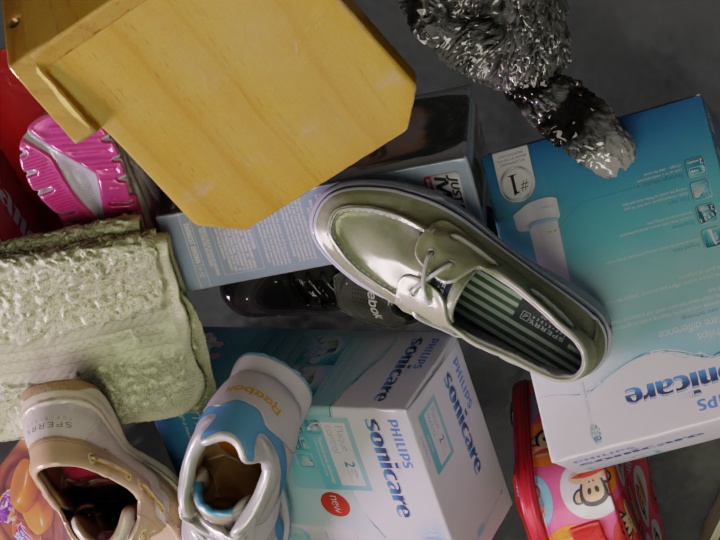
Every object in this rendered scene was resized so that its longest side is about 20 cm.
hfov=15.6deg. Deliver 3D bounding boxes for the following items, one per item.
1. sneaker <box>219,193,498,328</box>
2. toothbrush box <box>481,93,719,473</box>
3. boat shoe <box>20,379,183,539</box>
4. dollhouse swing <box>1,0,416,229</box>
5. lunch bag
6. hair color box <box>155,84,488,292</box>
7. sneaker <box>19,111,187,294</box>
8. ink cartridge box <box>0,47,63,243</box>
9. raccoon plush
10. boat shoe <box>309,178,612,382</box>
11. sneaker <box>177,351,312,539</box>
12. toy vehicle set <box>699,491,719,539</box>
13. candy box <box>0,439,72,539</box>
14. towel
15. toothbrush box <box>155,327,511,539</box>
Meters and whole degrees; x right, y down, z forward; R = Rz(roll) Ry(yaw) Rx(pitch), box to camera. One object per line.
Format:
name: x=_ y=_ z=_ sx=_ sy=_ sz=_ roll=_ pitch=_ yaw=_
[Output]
sneaker: x=0.000 y=0.000 z=1.693 sx=0.199 sy=0.091 sz=0.067 roll=-13 pitch=121 yaw=12
toothbrush box: x=0.172 y=0.011 z=1.628 sx=0.146 sy=0.085 sz=0.201 roll=-16 pitch=76 yaw=13
boat shoe: x=-0.164 y=0.148 z=1.681 sx=0.073 sy=0.069 sz=0.200 roll=-13 pitch=142 yaw=18
dollhouse swing: x=-0.083 y=-0.160 z=1.574 sx=0.200 sy=0.182 sz=0.176 roll=-32 pitch=136 yaw=22
lunch bag: x=0.160 y=0.180 z=1.750 sx=0.082 sy=0.176 sz=0.201 roll=-16 pitch=120 yaw=10
hair color box: x=-0.021 y=-0.052 z=1.655 sx=0.199 sy=0.099 sz=0.061 roll=-10 pitch=120 yaw=10
sneaker: x=-0.152 y=-0.034 z=1.676 sx=0.081 sy=0.088 sz=0.201 roll=-3 pitch=124 yaw=13
ink cartridge box: x=-0.259 y=-0.020 z=1.700 sx=0.175 sy=0.084 sz=0.200 roll=-21 pitch=119 yaw=15
raccoon plush: x=0.119 y=-0.170 z=1.569 sx=0.200 sy=0.097 sz=0.134 roll=36 pitch=115 yaw=-11
boat shoe: x=0.059 y=0.004 z=1.564 sx=0.199 sy=0.062 sz=0.072 roll=26 pitch=104 yaw=7
sneaker: x=-0.085 y=0.145 z=1.660 sx=0.076 sy=0.081 sz=0.201 roll=21 pitch=133 yaw=13
toy vehicle set: x=0.326 y=0.133 z=1.798 sx=0.124 sy=0.027 sz=0.201 roll=16 pitch=123 yaw=-7
candy box: x=-0.237 y=0.215 z=1.830 sx=0.056 sy=0.117 sz=0.200 roll=4 pitch=134 yaw=-46
towel: x=-0.196 y=0.043 z=1.658 sx=0.199 sy=0.037 sz=0.149 roll=-9 pitch=121 yaw=14
toothbrush box: x=-0.019 y=0.120 z=1.729 sx=0.199 sy=0.085 sz=0.147 roll=1 pitch=126 yaw=29
